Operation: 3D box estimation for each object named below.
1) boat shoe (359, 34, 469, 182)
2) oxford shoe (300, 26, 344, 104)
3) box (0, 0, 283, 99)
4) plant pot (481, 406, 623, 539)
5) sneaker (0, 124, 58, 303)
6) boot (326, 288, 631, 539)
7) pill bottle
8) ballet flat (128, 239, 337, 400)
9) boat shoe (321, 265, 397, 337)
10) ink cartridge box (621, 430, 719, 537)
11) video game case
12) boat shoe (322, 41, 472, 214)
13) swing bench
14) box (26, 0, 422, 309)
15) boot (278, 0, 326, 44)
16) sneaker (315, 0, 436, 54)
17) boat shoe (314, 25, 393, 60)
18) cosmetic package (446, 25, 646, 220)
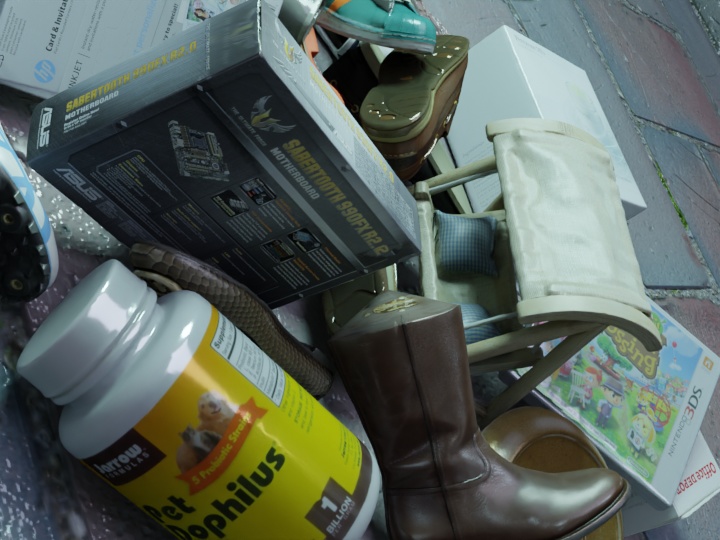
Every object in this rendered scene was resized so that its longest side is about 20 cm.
[{"bbox_3d":[0.051,-0.150,0.886,0.201,0.071,0.068,-62,150,-48],"label":"boat shoe"},{"bbox_3d":[-0.067,-0.147,0.836,0.072,0.071,0.201,9,47,-39],"label":"oxford shoe"},{"bbox_3d":[-0.149,-0.176,0.676,0.199,0.041,0.157,15,96,-48],"label":"box"},{"bbox_3d":[0.153,0.210,0.799,0.199,0.027,0.202,11,73,-39],"label":"plant pot"},{"bbox_3d":[-0.223,-0.076,0.554,0.201,0.072,0.072,59,25,-4],"label":"sneaker"},{"bbox_3d":[0.086,0.099,0.700,0.064,0.185,0.201,-159,-127,-78],"label":"boot"},{"bbox_3d":[-0.089,0.088,0.558,0.200,0.109,0.110,44,34,-20],"label":"pill bottle"},{"bbox_3d":[-0.080,0.042,0.638,0.047,0.067,0.200,-61,141,-14],"label":"ballet flat"},{"bbox_3d":[0.000,0.000,0.809,0.076,0.071,0.201,63,20,-45],"label":"boat shoe"},{"bbox_3d":[0.274,0.155,1.021,0.146,0.083,0.201,-5,67,-53],"label":"ink cartridge box"},{"bbox_3d":[0.243,0.093,0.944,0.200,0.022,0.182,39,56,-5],"label":"video game case"},{"bbox_3d":[0.039,-0.123,0.959,0.202,0.063,0.074,54,16,-12],"label":"boat shoe"},{"bbox_3d":[0.123,-0.004,0.840,0.129,0.199,0.200,30,41,-37],"label":"swing bench"},{"bbox_3d":[-0.074,-0.053,0.607,0.200,0.157,0.049,46,30,-47],"label":"box"},{"bbox_3d":[-0.126,-0.242,0.781,0.200,0.073,0.182,39,35,-8],"label":"boot"},{"bbox_3d":[-0.007,-0.253,0.890,0.199,0.080,0.071,31,21,33],"label":"sneaker"},{"bbox_3d":[0.001,-0.223,0.991,0.200,0.074,0.065,47,37,1],"label":"boat shoe"},{"bbox_3d":[0.203,-0.143,1.142,0.199,0.123,0.201,9,55,-51],"label":"cosmetic package"}]
